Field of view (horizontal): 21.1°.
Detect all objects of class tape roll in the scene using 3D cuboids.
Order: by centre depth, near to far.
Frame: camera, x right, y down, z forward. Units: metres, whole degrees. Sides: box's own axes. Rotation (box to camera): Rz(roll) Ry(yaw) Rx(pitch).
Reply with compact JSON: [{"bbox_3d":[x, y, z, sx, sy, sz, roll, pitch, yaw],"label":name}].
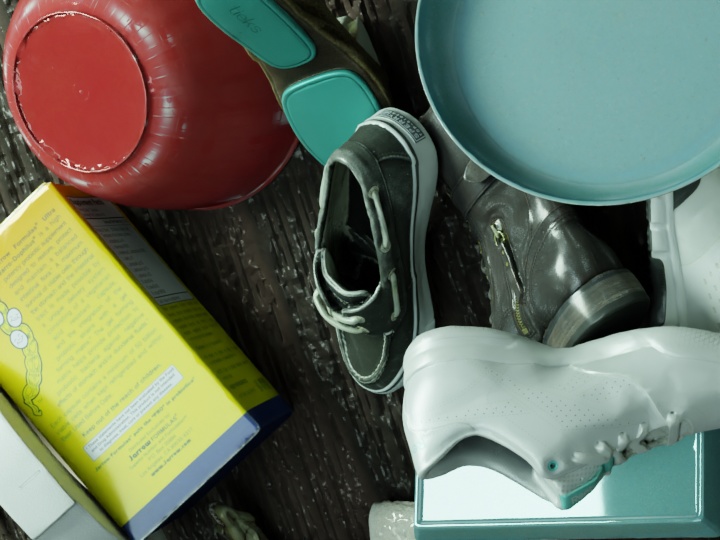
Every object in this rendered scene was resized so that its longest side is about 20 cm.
[{"bbox_3d":[-0.197,0.120,1.213,0.037,0.203,0.203,-41,86,1],"label":"tape roll"}]

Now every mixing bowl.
[{"bbox_3d":[-0.139,-0.119,1.156,0.198,0.108,0.202,9,111,25],"label":"mixing bowl"}]

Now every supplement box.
[{"bbox_3d":[-0.153,0.054,1.206,0.109,0.109,0.200,-42,85,8],"label":"supplement box"}]

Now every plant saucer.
[{"bbox_3d":[0.128,-0.126,1.004,0.198,0.027,0.202,-4,72,11],"label":"plant saucer"},{"bbox_3d":[0.117,0.123,1.140,0.198,0.019,0.071,-6,73,30],"label":"plant saucer"}]

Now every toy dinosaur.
[{"bbox_3d":[-0.027,0.227,1.258,0.088,0.047,0.201,-21,98,47],"label":"toy dinosaur"}]

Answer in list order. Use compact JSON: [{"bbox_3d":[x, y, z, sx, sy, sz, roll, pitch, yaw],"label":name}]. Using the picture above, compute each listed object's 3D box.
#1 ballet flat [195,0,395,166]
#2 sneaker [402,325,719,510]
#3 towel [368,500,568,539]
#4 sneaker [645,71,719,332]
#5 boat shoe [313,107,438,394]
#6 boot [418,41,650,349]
[{"bbox_3d":[-0.030,-0.131,1.101,0.067,0.073,0.200,-14,140,29],"label":"ballet flat"},{"bbox_3d":[0.121,0.081,0.997,0.198,0.089,0.076,-1,147,4],"label":"sneaker"},{"bbox_3d":[0.084,0.237,1.209,0.131,0.034,0.202,-5,104,28],"label":"towel"},{"bbox_3d":[0.194,-0.013,1.048,0.079,0.074,0.202,-2,112,13],"label":"sneaker"},{"bbox_3d":[0.000,0.000,1.125,0.070,0.064,0.201,28,137,29],"label":"boat shoe"},{"bbox_3d":[0.083,-0.016,1.097,0.175,0.069,0.200,60,151,18],"label":"boot"}]
